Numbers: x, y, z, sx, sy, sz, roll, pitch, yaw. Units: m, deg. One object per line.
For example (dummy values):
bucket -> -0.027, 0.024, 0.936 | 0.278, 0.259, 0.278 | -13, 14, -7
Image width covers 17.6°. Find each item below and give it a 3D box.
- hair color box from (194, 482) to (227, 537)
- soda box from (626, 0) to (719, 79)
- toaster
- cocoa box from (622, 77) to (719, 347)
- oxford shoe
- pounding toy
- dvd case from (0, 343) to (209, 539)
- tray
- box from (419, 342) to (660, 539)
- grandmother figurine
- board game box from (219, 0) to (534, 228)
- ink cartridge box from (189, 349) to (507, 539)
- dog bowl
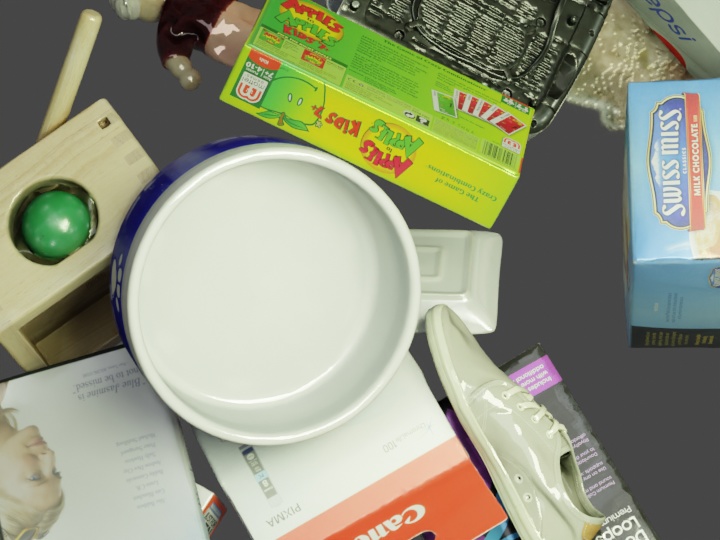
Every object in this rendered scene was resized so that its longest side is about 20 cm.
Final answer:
hair color box -> -0.194, 0.218, 1.622 | 0.111, 0.064, 0.200 | 30, 79, 15
soda box -> 0.254, -0.176, 1.639 | 0.200, 0.068, 0.063 | 43, 78, -29
toaster -> 0.087, -0.195, 1.672 | 0.200, 0.119, 0.181 | 27, 75, -6
cocoa box -> 0.245, -0.035, 1.586 | 0.131, 0.200, 0.134 | -1, 71, 5
oxford shoe -> 0.106, 0.107, 1.583 | 0.058, 0.075, 0.200 | -32, 78, 18
pounding toy -> -0.206, -0.045, 1.633 | 0.184, 0.200, 0.142 | -36, 72, -6
dvd case -> -0.184, 0.157, 1.599 | 0.142, 0.018, 0.200 | -16, 71, 0
tray -> 0.000, 0.000, 1.667 | 0.200, 0.022, 0.107 | 1, 41, 6
box -> 0.116, 0.170, 1.621 | 0.143, 0.036, 0.200 | -30, 73, -4
grandmother figurine -> -0.105, -0.180, 1.744 | 0.200, 0.061, 0.121 | 28, 50, 16
board game box -> 0.013, -0.112, 1.561 | 0.200, 0.048, 0.102 | 26, 31, -5
ink cartridge box -> -0.012, 0.135, 1.592 | 0.160, 0.047, 0.200 | -29, 41, -4
dog bowl -> -0.065, 0.011, 1.552 | 0.200, 0.079, 0.201 | -3, 102, -17
